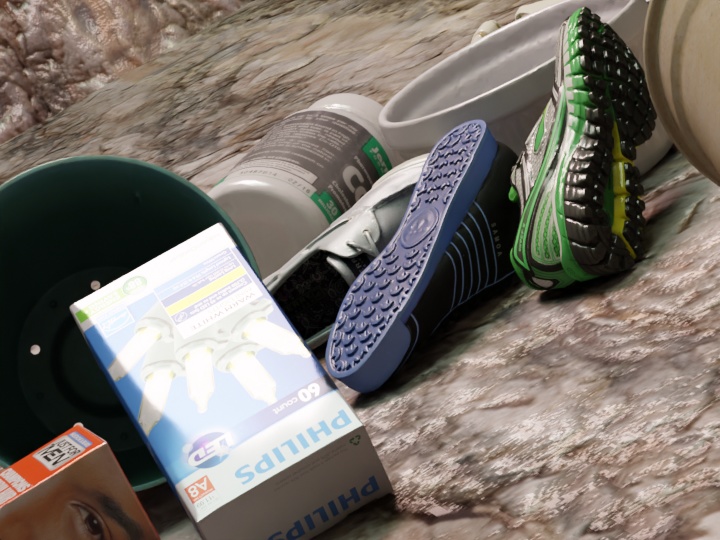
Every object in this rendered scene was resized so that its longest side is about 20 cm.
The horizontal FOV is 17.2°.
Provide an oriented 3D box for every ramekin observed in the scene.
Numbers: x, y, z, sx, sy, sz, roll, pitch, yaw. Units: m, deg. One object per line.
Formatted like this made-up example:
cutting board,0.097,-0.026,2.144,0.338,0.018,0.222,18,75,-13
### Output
ramekin,0.121,-0.103,1.627,0.199,0.105,0.200,-26,13,7

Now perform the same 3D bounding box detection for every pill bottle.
pill bottle,-0.038,-0.051,1.734,0.113,0.114,0.200,-21,16,28

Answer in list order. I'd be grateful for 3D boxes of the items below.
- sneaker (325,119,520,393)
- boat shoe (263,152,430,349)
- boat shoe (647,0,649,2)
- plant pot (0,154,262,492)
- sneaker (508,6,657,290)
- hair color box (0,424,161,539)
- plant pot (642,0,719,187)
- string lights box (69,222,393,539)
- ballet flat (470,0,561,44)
sneaker,0.053,0.004,1.473,0.070,0.078,0.201,-6,47,52
boat shoe,-0.001,0.000,1.552,0.200,0.070,0.072,-37,10,15
boat shoe,0.178,-0.157,1.775,0.199,0.074,0.067,-26,16,14
plant pot,-0.158,0.043,1.468,0.200,0.201,0.161,-30,-6,-7
sneaker,0.126,-0.078,1.462,0.085,0.078,0.201,-22,43,38
hair color box,-0.194,0.179,1.204,0.199,0.111,0.064,-32,15,-15
plant pot,0.247,-0.079,1.167,0.200,0.201,0.184,-25,25,13
string lights box,-0.073,0.069,1.301,0.102,0.059,0.200,-30,42,-8
ballet flat,0.134,-0.181,1.961,0.199,0.071,0.067,-20,16,33
